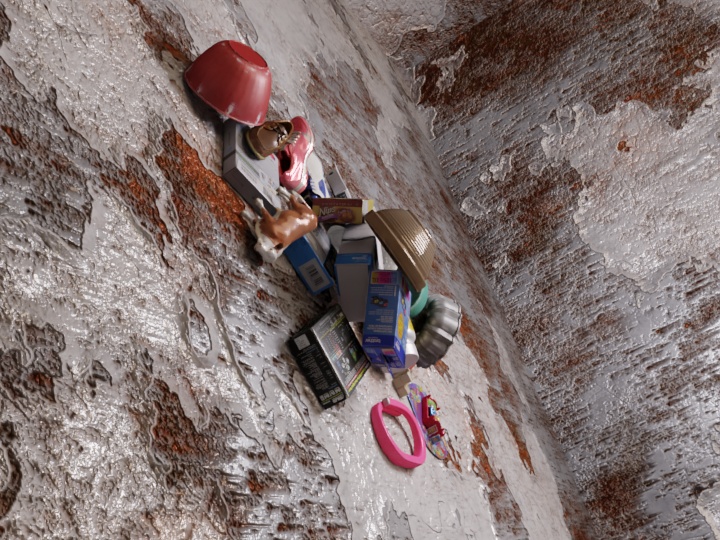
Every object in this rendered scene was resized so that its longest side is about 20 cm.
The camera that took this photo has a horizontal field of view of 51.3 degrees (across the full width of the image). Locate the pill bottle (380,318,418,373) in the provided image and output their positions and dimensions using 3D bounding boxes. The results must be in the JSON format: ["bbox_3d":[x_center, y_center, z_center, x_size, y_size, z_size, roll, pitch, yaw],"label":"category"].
[{"bbox_3d":[0.066,0.133,1.794,0.114,0.113,0.204,34,32,-55],"label":"pill bottle"}]

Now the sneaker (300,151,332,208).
[{"bbox_3d":[-0.124,-0.206,1.817,0.203,0.079,0.115,62,16,-5],"label":"sneaker"}]

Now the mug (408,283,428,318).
[{"bbox_3d":[0.099,0.038,1.950,0.114,0.148,0.190,46,33,-67],"label":"mug"}]

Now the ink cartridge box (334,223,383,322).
[{"bbox_3d":[0.000,0.000,1.696,0.201,0.082,0.148,-77,163,-59],"label":"ink cartridge box"}]

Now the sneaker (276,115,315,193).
[{"bbox_3d":[-0.157,-0.284,1.760,0.087,0.072,0.205,41,47,-59],"label":"sneaker"}]

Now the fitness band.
[{"bbox_3d":[0.088,0.359,1.651,0.199,0.037,0.146,33,34,-55],"label":"fitness band"}]

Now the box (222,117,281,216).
[{"bbox_3d":[-0.232,-0.222,1.607,0.156,0.041,0.203,47,24,-40],"label":"box"}]

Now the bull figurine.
[{"bbox_3d":[-0.166,-0.091,1.496,0.123,0.065,0.199,54,40,1],"label":"bull figurine"}]

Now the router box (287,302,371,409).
[{"bbox_3d":[-0.057,0.165,1.488,0.152,0.061,0.200,61,18,-3],"label":"router box"}]

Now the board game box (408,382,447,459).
[{"bbox_3d":[0.186,0.372,1.897,0.157,0.038,0.204,24,42,-62],"label":"board game box"}]

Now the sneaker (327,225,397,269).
[{"bbox_3d":[0.010,-0.050,1.856,0.197,0.077,0.080,30,-2,17],"label":"sneaker"}]

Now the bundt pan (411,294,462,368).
[{"bbox_3d":[0.174,0.149,1.967,0.075,0.202,0.204,31,29,-22],"label":"bundt pan"}]

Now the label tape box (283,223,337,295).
[{"bbox_3d":[-0.104,-0.054,1.678,0.145,0.065,0.201,57,20,-16],"label":"label tape box"}]

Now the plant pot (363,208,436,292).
[{"bbox_3d":[0.098,-0.061,1.598,0.203,0.092,0.201,55,1,-1],"label":"plant pot"}]

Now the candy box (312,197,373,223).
[{"bbox_3d":[-0.037,-0.138,1.706,0.200,0.113,0.058,-26,119,-81],"label":"candy box"}]

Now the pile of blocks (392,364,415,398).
[{"bbox_3d":[0.109,0.221,1.869,0.082,0.061,0.203,41,28,-47],"label":"pile of blocks"}]

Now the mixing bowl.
[{"bbox_3d":[-0.261,-0.412,1.585,0.198,0.109,0.202,32,25,-16],"label":"mixing bowl"}]

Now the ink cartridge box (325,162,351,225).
[{"bbox_3d":[-0.034,-0.161,1.979,0.201,0.043,0.201,-110,177,-60],"label":"ink cartridge box"}]

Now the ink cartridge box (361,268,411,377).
[{"bbox_3d":[0.055,0.118,1.575,0.137,0.074,0.205,61,34,-63],"label":"ink cartridge box"}]

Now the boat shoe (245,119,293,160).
[{"bbox_3d":[-0.196,-0.297,1.641,0.073,0.067,0.201,57,18,-11],"label":"boat shoe"}]
